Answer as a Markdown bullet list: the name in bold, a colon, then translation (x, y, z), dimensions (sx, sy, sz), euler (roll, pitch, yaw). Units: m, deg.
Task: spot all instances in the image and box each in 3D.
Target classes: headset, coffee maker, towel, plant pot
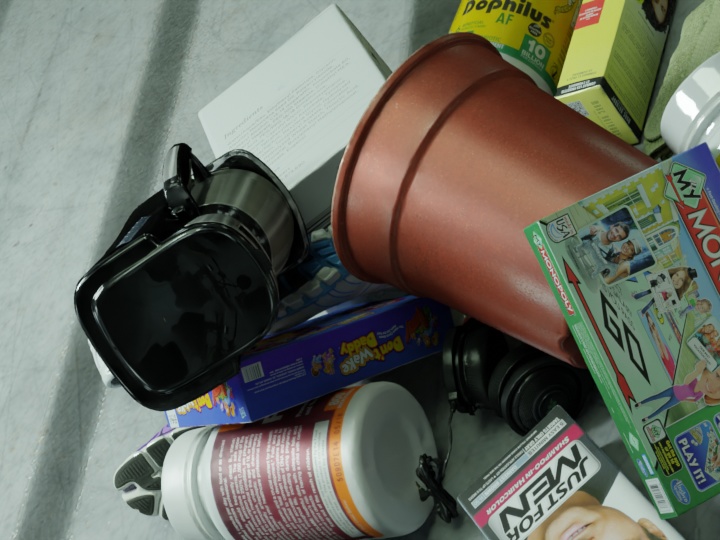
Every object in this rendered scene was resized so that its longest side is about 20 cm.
- **headset**: translation (0.111, 0.092, 1.208), dimensions (0.123, 0.095, 0.200), euler (16, 50, 45)
- **coffee maker**: translation (-0.133, 0.020, 1.194), dimensions (0.193, 0.134, 0.200), euler (-55, 6, 17)
- **towel**: translation (0.284, -0.178, 1.249), dimensions (0.148, 0.036, 0.201), euler (-45, 10, 47)
- **plant pot**: translation (0.116, -0.040, 1.152), dimensions (0.194, 0.201, 0.201), euler (30, 76, 32)

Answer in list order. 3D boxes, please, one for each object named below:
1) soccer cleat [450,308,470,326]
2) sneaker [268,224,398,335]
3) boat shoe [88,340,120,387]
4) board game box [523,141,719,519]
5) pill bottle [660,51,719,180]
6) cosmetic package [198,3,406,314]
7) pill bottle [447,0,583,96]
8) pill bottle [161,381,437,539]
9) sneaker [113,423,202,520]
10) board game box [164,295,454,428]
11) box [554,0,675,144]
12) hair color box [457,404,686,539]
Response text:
- **soccer cleat**: translation (0.120, -0.027, 1.315), dimensions (0.201, 0.069, 0.078), euler (-52, 4, 2)
- **sneaker**: translation (0.000, 0.000, 1.306), dimensions (0.199, 0.087, 0.075), euler (-35, 38, 5)
- **boat shoe**: translation (-0.164, 0.048, 1.499), dimensions (0.198, 0.072, 0.069), euler (-24, 67, 13)
- **board game box**: translation (0.204, 0.036, 1.026), dimensions (0.134, 0.202, 0.029), euler (-25, -4, -17)
- **pill bottle**: translation (0.293, -0.051, 1.067), dimensions (0.114, 0.114, 0.201), euler (-38, 59, 7)
- **cosmetic package**: translation (-0.016, -0.090, 1.413), dimensions (0.164, 0.165, 0.201), euler (-37, 37, 7)
- **pill bottle**: translation (0.142, -0.221, 1.435), dimensions (0.112, 0.113, 0.201), euler (-6, 50, 40)
- **pill bottle**: translation (-0.049, 0.156, 1.244), dimensions (0.198, 0.114, 0.115), euler (-14, 45, 34)
- **sneaker**: translation (-0.120, 0.137, 1.385), dimensions (0.199, 0.081, 0.083), euler (-34, 20, 1)
- **board game box**: translation (-0.042, 0.069, 1.262), dimensions (0.199, 0.045, 0.134), euler (-18, 4, -33)
- **box**: translation (0.221, -0.202, 1.375), dimensions (0.050, 0.075, 0.201), euler (-9, 50, 39)
- **hair color box**: translation (0.155, 0.186, 1.062), dimensions (0.099, 0.061, 0.200), euler (-42, 36, 1)
